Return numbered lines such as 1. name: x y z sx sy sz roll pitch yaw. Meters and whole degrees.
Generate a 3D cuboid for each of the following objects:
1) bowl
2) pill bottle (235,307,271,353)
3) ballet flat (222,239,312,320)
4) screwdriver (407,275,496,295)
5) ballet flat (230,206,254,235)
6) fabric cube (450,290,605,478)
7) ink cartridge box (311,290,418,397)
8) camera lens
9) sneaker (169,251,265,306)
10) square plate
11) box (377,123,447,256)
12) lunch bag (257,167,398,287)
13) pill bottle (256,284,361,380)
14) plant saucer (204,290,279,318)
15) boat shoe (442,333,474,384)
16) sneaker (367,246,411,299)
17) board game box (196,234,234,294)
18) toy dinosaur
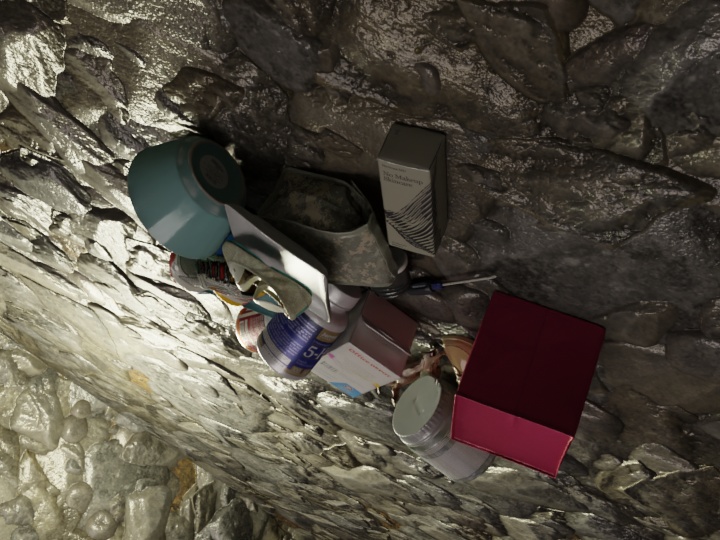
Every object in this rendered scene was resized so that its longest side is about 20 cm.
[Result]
1. bowl: -0.258 -0.131 1.283 0.104 0.203 0.201 -27 125 33
2. pill bottle: -0.167 0.106 1.657 0.109 0.111 0.199 39 149 -24
3. ballet flat: -0.162 0.014 1.271 0.198 0.063 0.068 29 159 30
4. screwdriver: 0.148 0.025 1.342 0.028 0.029 0.199 42 153 -29
5. ballet flat: -0.263 -0.107 1.424 0.198 0.069 0.068 28 178 -33
6. fabric cube: 0.275 0.192 1.344 0.197 0.201 0.197 18 150 13
7. ink cartridge box: 0.008 0.139 1.541 0.128 0.126 0.199 35 145 -18
8. camera lens: 0.185 0.336 1.696 0.199 0.162 0.159 39 149 -24
9. sneaker: -0.235 0.001 1.351 0.081 0.079 0.199 -12 157 39
10. square plate: -0.121 -0.013 1.271 0.197 0.029 0.201 36 161 14
11. box: 0.077 -0.110 1.142 0.081 0.069 0.201 15 150 18
12. lunch bag: -0.037 -0.059 1.269 0.197 0.119 0.165 16 152 27
13. pill bottle: -0.091 0.091 1.478 0.119 0.120 0.201 33 111 -15
14. plant saucer: -0.210 0.043 1.489 0.069 0.019 0.199 -26 143 36
15. boat shoe: 0.216 0.194 1.536 0.071 0.065 0.200 -6 138 44
16. sneaker: 0.000 0.000 1.386 0.197 0.071 0.100 10 149 27
17. board game box: -0.202 -0.007 1.464 0.196 0.046 0.153 2 150 -7
18. toy dinosaur: 0.100 0.203 1.643 0.200 0.134 0.087 -177 68 -75
